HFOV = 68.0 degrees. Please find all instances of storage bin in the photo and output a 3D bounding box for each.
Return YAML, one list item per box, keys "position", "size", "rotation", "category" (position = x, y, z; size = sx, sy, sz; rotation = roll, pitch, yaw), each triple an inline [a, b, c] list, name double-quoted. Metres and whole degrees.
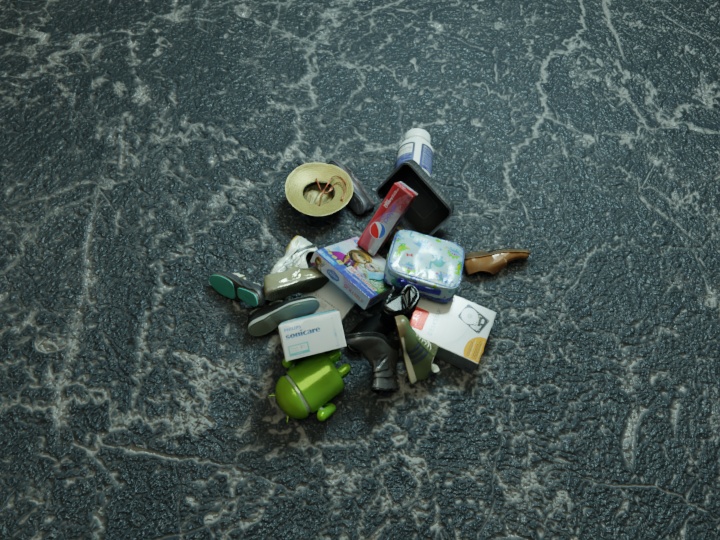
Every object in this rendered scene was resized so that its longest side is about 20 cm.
- position: [0.154, -0.196, 1.496]
  size: [0.135, 0.094, 0.200]
  rotation: [-42, 93, 21]
  category: "storage bin"

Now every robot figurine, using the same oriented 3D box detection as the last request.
- position: [-0.119, 0.274, 1.291]
  size: [0.199, 0.116, 0.176]
  rotation: [-34, 79, -17]
  category: "robot figurine"

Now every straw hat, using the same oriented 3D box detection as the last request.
- position: [-0.122, -0.217, 1.571]
  size: [0.197, 0.085, 0.204]
  rotation: [2, 63, -5]
  category: "straw hat"

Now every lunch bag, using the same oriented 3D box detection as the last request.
- position: [0.163, -0.011, 1.384]
  size: [0.197, 0.083, 0.162]
  rotation: [15, 51, 2]
  category: "lunch bag"

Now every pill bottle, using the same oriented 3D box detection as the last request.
- position: [0.164, -0.326, 1.619]
  size: [0.109, 0.111, 0.203]
  rotation: [8, 62, 3]
  category: "pill bottle"

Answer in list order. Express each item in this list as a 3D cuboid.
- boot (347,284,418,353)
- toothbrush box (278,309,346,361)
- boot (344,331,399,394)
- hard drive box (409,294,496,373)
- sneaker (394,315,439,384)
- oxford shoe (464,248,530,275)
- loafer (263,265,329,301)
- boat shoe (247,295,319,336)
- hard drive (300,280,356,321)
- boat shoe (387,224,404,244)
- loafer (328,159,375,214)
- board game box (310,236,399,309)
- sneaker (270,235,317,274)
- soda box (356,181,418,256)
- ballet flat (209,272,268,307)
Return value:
- position: [0.051, 0.120, 1.346]
  size: [0.198, 0.169, 0.077]
  rotation: [-29, 70, -15]
  category: "boot"
- position: [-0.117, 0.152, 1.288]
  size: [0.144, 0.200, 0.087]
  rotation: [-13, 87, -8]
  category: "toothbrush box"
- position: [0.036, 0.223, 1.277]
  size: [0.069, 0.199, 0.134]
  rotation: [-13, 66, 39]
  category: "boot"
- position: [0.231, 0.149, 1.387]
  size: [0.198, 0.077, 0.157]
  rotation: [22, 63, 11]
  category: "hard drive box"
- position: [0.143, 0.185, 1.306]
  size: [0.088, 0.203, 0.067]
  rotation: [-15, 29, 0]
  category: "sneaker"
- position: [0.384, -0.025, 1.500]
  size: [0.197, 0.071, 0.073]
  rotation: [-8, 90, -6]
  category: "oxford shoe"
- position: [-0.165, 0.020, 1.399]
  size: [0.198, 0.076, 0.069]
  rotation: [-14, 61, -32]
  category: "loafer"
- position: [-0.204, 0.103, 1.394]
  size: [0.197, 0.076, 0.061]
  rotation: [-19, 43, -3]
  category: "boat shoe"
- position: [-0.070, 0.061, 1.457]
  size: [0.131, 0.026, 0.201]
  rotation: [33, 66, 15]
  category: "hard drive"
- position: [0.129, -0.057, 1.507]
  size: [0.068, 0.072, 0.201]
  rotation: [-40, 73, 8]
  category: "boat shoe"
- position: [-0.029, -0.252, 1.611]
  size: [0.062, 0.072, 0.201]
  rotation: [-16, 64, -41]
  category: "loafer"
- position: [0.000, 0.000, 1.421]
  size: [0.199, 0.041, 0.199]
  rotation: [40, 32, 18]
  category: "board game box"
- position: [-0.185, -0.001, 1.461]
  size: [0.087, 0.076, 0.202]
  rotation: [27, 69, 5]
  category: "sneaker"
- position: [0.072, -0.140, 1.446]
  size: [0.063, 0.070, 0.201]
  rotation: [36, 111, 8]
  category: "soda box"
- position: [-0.318, 0.047, 1.433]
  size: [0.198, 0.073, 0.073]
  rotation: [19, 61, 32]
  category: "ballet flat"
